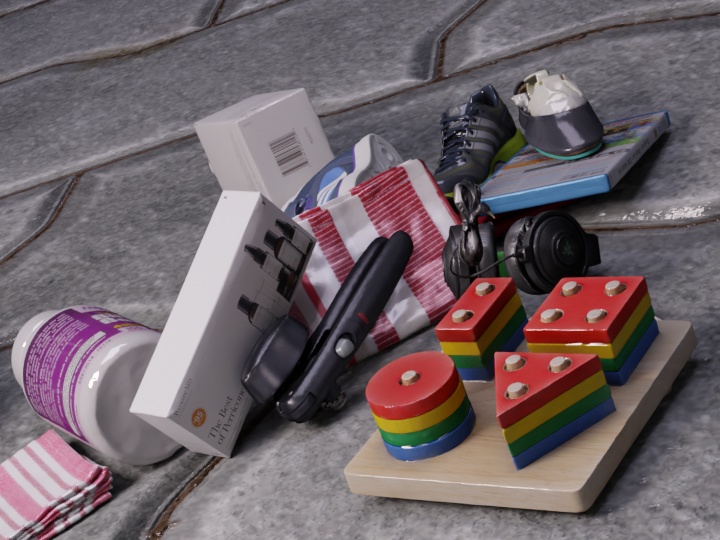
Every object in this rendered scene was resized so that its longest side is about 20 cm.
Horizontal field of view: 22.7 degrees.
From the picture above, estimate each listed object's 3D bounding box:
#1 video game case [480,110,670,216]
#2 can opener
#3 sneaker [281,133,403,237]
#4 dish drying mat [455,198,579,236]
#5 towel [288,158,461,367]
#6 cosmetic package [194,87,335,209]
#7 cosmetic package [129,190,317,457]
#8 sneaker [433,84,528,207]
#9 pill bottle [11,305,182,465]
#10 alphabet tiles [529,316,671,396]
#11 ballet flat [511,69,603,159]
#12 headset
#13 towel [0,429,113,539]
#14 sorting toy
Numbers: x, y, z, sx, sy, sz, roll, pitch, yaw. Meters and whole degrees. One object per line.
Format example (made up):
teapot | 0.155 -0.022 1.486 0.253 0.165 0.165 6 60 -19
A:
video game case | 0.192 -0.099 1.646 0.142 0.018 0.200 -11 16 29
can opener | -0.014 0.043 1.461 0.063 0.079 0.200 1 45 51
sneaker | -0.027 -0.034 1.675 0.146 0.080 0.201 -41 20 24
dish drying mat | 0.120 -0.051 1.653 0.199 0.018 0.077 -24 21 -4
towel | 0.000 0.000 1.531 0.199 0.023 0.145 -27 68 -11
cosmetic package | -0.098 -0.122 1.850 0.084 0.108 0.200 -27 12 -13
cosmetic package | -0.108 0.042 1.453 0.050 0.082 0.201 3 65 44
sneaker | 0.097 -0.114 1.714 0.073 0.081 0.200 -17 16 28
pill bottle | -0.223 0.090 1.530 0.112 0.113 0.199 -33 25 -25
alphabet tiles | 0.137 0.082 1.347 0.199 0.015 0.195 -28 23 -13
ballet flat | 0.180 -0.153 1.688 0.073 0.074 0.200 -22 14 1
headset | 0.118 -0.023 1.430 0.122 0.095 0.200 -8 -3 23
towel | -0.310 0.203 1.467 0.199 0.030 0.146 -32 24 -22
sorting toy | 0.108 0.077 1.279 0.199 0.070 0.199 -1 32 37
